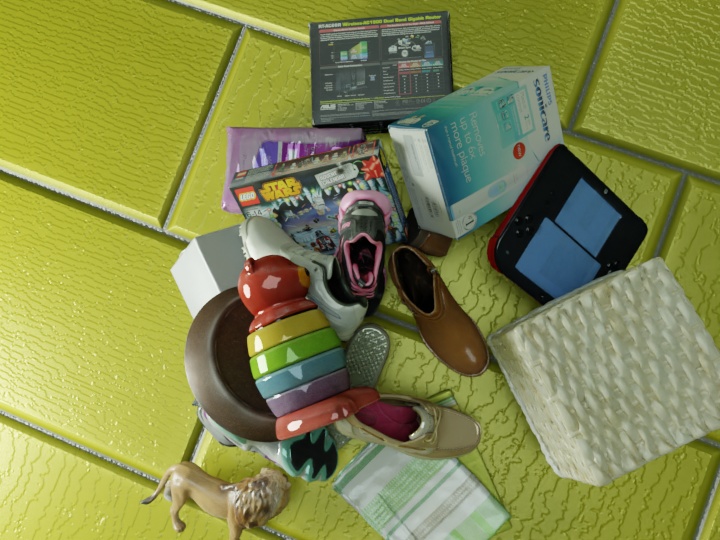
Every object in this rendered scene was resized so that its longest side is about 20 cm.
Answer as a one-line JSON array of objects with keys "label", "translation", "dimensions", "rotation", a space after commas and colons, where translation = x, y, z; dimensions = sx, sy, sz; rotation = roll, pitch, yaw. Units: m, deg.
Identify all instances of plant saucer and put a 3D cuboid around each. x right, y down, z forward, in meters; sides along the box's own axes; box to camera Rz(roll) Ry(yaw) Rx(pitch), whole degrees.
[{"label": "plant saucer", "translation": [-0.111, 0.105, 0.808], "dimensions": [0.200, 0.034, 0.200], "rotation": [15, 61, -28]}]

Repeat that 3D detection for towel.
[{"label": "towel", "translation": [0.125, 0.268, 0.896], "dimensions": [0.086, 0.018, 0.200], "rotation": [-25, 84, 9]}, {"label": "towel", "translation": [0.078, 0.304, 0.880], "dimensions": [0.200, 0.031, 0.149], "rotation": [43, 98, 9]}]

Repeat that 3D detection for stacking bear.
[{"label": "stacking bear", "translation": [-0.076, 0.076, 0.748], "dimensions": [0.114, 0.121, 0.200], "rotation": [-24, 82, 18]}]

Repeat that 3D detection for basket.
[{"label": "basket", "translation": [0.281, 0.117, 0.754], "dimensions": [0.198, 0.161, 0.200], "rotation": [-26, 81, 0]}]

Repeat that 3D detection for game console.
[{"label": "game console", "translation": [0.269, -0.036, 0.853], "dimensions": [0.200, 0.031, 0.177], "rotation": [35, 90, -26]}]

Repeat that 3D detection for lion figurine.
[{"label": "lion figurine", "translation": [-0.194, 0.297, 0.879], "dimensions": [0.200, 0.072, 0.123], "rotation": [14, 119, 1]}]

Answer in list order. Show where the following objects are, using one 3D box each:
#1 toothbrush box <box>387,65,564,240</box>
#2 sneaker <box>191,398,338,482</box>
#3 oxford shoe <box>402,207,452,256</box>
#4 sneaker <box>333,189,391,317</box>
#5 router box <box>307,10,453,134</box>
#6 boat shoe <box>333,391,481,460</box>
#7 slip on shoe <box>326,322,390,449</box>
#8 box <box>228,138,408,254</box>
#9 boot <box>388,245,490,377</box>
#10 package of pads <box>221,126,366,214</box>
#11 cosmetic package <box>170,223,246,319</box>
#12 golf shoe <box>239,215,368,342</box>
[{"label": "toothbrush box", "translation": [0.153, -0.151, 0.832], "dimensions": [0.200, 0.085, 0.147], "rotation": [-30, 118, -22]}, {"label": "sneaker", "translation": [-0.132, 0.214, 0.883], "dimensions": [0.200, 0.140, 0.078], "rotation": [40, 61, -21]}, {"label": "oxford shoe", "translation": [0.124, -0.113, 0.916], "dimensions": [0.071, 0.071, 0.200], "rotation": [24, 85, -22]}, {"label": "sneaker", "translation": [0.000, 0.000, 0.836], "dimensions": [0.079, 0.200, 0.095], "rotation": [-1, 43, -1]}, {"label": "router box", "translation": [0.029, -0.273, 0.931], "dimensions": [0.200, 0.062, 0.150], "rotation": [-2, 85, 6]}, {"label": "boat shoe", "translation": [0.067, 0.196, 0.838], "dimensions": [0.200, 0.069, 0.074], "rotation": [10, 70, -12]}, {"label": "slip on shoe", "translation": [-0.015, 0.159, 0.900], "dimensions": [0.074, 0.061, 0.200], "rotation": [24, 101, 1]}, {"label": "box", "translation": [-0.051, -0.082, 0.859], "dimensions": [0.200, 0.040, 0.137], "rotation": [-10, 128, 16]}, {"label": "boot", "translation": [0.102, 0.052, 0.847], "dimensions": [0.077, 0.155, 0.200], "rotation": [-28, 83, 3]}, {"label": "package of pads", "translation": [-0.091, -0.136, 0.925], "dimensions": [0.200, 0.076, 0.121], "rotation": [3, 88, 6]}, {"label": "cosmetic package", "translation": [-0.167, 0.053, 0.888], "dimensions": [0.081, 0.113, 0.200], "rotation": [-20, 81, -38]}, {"label": "golf shoe", "translation": [-0.064, -0.004, 0.817], "dimensions": [0.200, 0.078, 0.097], "rotation": [49, 128, 6]}]
